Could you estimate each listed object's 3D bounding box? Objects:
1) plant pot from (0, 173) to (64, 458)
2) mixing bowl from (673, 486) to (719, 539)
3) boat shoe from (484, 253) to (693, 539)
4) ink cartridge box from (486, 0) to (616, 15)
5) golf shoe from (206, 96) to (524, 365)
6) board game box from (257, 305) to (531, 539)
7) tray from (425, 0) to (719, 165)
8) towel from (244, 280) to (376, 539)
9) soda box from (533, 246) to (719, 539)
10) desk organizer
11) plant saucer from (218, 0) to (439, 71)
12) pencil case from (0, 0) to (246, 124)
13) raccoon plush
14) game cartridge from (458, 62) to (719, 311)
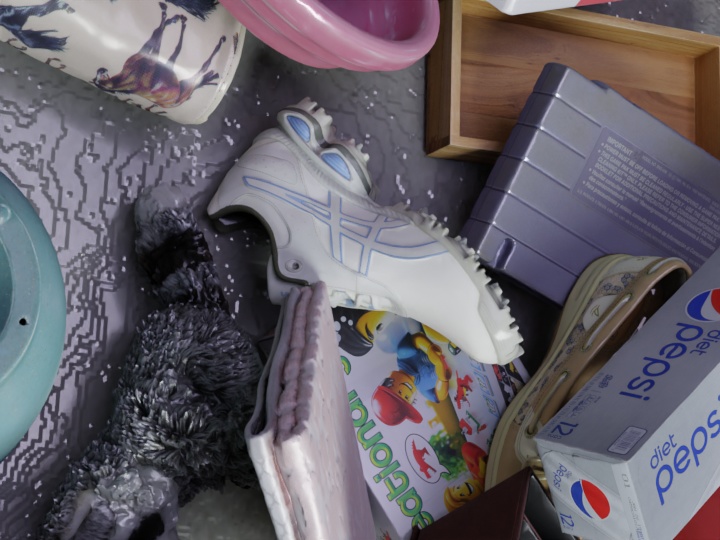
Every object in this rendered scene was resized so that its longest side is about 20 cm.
[{"bbox_3d":[-0.227,0.017,0.907,0.200,0.134,0.201,5,78,-25],"label":"plant pot"},{"bbox_3d":[0.234,0.136,1.101,0.200,0.200,0.108,-32,72,-27],"label":"mixing bowl"},{"bbox_3d":[0.129,0.080,1.070,0.073,0.063,0.200,26,77,-23],"label":"boat shoe"},{"bbox_3d":[0.132,-0.258,1.084,0.083,0.200,0.147,38,32,28],"label":"ink cartridge box"},{"bbox_3d":[0.000,0.000,1.035,0.097,0.078,0.200,-42,63,-12],"label":"golf shoe"},{"bbox_3d":[0.044,0.091,1.086,0.126,0.035,0.200,-34,96,-27],"label":"board game box"},{"bbox_3d":[0.136,-0.108,1.169,0.200,0.037,0.099,7,78,-24],"label":"tray"},{"bbox_3d":[-0.019,0.125,0.943,0.032,0.200,0.191,-9,109,6],"label":"towel"},{"bbox_3d":[0.182,0.065,1.024,0.200,0.063,0.068,-40,124,-34],"label":"soda box"},{"bbox_3d":[0.065,0.176,0.950,0.077,0.200,0.072,-33,98,15],"label":"desk organizer"},{"bbox_3d":[-0.041,-0.187,1.046,0.200,0.051,0.201,37,32,-28],"label":"plant saucer"},{"bbox_3d":[-0.159,-0.155,1.010,0.200,0.078,0.090,25,55,-20],"label":"pencil case"},{"bbox_3d":[-0.127,0.065,1.001,0.134,0.097,0.200,-18,60,-15],"label":"raccoon plush"},{"bbox_3d":[0.161,-0.026,1.136,0.200,0.038,0.130,30,81,-29],"label":"game cartridge"}]
